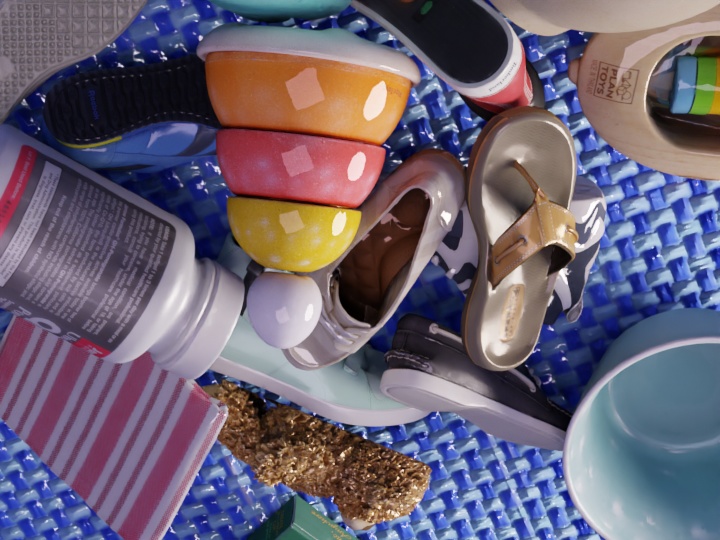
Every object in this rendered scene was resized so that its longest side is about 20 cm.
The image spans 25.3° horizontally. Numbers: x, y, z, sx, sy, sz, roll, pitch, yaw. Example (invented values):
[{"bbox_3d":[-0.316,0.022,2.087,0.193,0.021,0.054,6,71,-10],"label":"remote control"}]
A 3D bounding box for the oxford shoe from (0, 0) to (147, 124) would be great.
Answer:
[{"bbox_3d":[-0.222,-0.162,1.091,0.200,0.058,0.075,-40,113,6],"label":"oxford shoe"}]

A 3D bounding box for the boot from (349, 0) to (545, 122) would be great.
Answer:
[{"bbox_3d":[0.041,-0.176,1.061,0.072,0.144,0.200,-43,73,7],"label":"boot"}]

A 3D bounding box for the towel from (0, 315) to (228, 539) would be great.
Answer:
[{"bbox_3d":[-0.191,0.096,1.191,0.200,0.030,0.147,41,119,20],"label":"towel"}]

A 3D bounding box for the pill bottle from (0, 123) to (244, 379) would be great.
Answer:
[{"bbox_3d":[-0.182,-0.005,1.086,0.199,0.111,0.111,29,117,-22],"label":"pill bottle"}]

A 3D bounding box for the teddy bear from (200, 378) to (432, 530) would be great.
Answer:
[{"bbox_3d":[-0.048,0.139,1.201,0.199,0.145,0.067,24,86,-10],"label":"teddy bear"}]

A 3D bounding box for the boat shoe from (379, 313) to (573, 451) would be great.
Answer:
[{"bbox_3d":[0.100,0.088,1.199,0.199,0.061,0.074,22,161,-29],"label":"boat shoe"}]

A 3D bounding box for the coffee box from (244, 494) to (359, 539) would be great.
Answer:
[{"bbox_3d":[-0.073,0.287,1.340,0.123,0.044,0.200,36,115,-17],"label":"coffee box"}]

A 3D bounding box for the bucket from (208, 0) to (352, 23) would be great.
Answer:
[{"bbox_3d":[-0.062,-0.252,0.941,0.206,0.135,0.209,1,93,17],"label":"bucket"}]

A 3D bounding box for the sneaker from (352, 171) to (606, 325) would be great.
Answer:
[{"bbox_3d":[0.074,0.000,1.150,0.197,0.080,0.131,-3,111,-7],"label":"sneaker"}]

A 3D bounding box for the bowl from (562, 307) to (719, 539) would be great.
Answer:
[{"bbox_3d":[0.246,0.108,1.188,0.199,0.105,0.202,1,120,2],"label":"bowl"}]

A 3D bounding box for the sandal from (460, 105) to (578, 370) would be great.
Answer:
[{"bbox_3d":[0.110,-0.014,1.063,0.080,0.054,0.201,-9,121,-24],"label":"sandal"}]

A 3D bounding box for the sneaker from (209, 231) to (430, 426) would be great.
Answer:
[{"bbox_3d":[-0.023,0.038,1.181,0.199,0.074,0.119,18,116,-9],"label":"sneaker"}]

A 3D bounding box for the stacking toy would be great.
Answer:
[{"bbox_3d":[-0.043,-0.051,1.027,0.145,0.146,0.202,7,89,-1],"label":"stacking toy"}]

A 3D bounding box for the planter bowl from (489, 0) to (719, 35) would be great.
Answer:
[{"bbox_3d":[0.137,-0.226,0.969,0.200,0.201,0.134,44,132,-20],"label":"planter bowl"}]

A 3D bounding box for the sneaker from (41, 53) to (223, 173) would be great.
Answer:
[{"bbox_3d":[-0.123,-0.106,1.121,0.198,0.066,0.079,-7,161,-7],"label":"sneaker"}]

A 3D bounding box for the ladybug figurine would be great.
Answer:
[{"bbox_3d":[0.237,-0.131,1.073,0.198,0.072,0.137,7,120,-2],"label":"ladybug figurine"}]

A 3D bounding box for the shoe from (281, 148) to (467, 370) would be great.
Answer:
[{"bbox_3d":[0.000,0.000,1.087,0.070,0.053,0.200,34,120,-5],"label":"shoe"}]
